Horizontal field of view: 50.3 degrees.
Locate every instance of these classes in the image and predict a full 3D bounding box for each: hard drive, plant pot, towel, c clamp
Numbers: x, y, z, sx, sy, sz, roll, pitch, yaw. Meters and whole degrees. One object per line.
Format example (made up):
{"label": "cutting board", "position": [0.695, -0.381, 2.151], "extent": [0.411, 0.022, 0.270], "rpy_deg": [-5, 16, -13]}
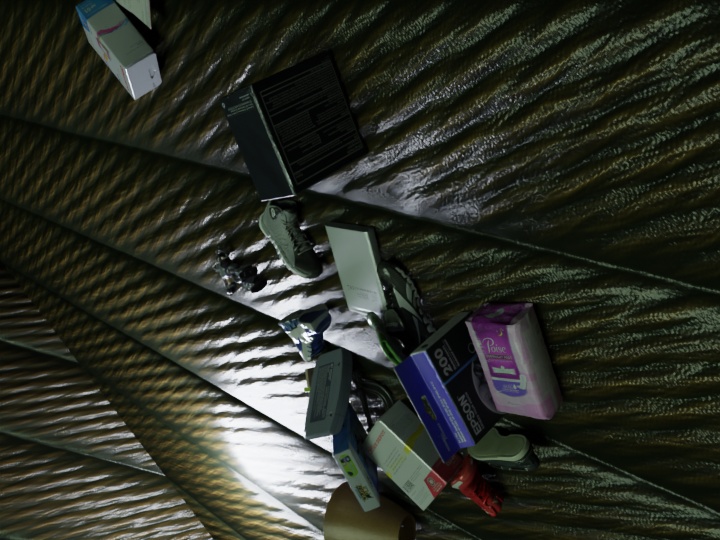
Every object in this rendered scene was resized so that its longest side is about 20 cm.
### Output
{"label": "hard drive", "position": [0.000, 0.000, 1.596], "extent": [0.131, 0.027, 0.203], "rpy_deg": [12, 126, 46]}
{"label": "plant pot", "position": [0.036, 0.648, 1.950], "extent": [0.197, 0.186, 0.189], "rpy_deg": [-1, 117, 34]}
{"label": "towel", "position": [0.067, 0.165, 1.521], "extent": [0.150, 0.031, 0.200], "rpy_deg": [50, -176, -13]}
{"label": "c clamp", "position": [0.029, 0.324, 1.820], "extent": [0.169, 0.027, 0.203], "rpy_deg": [-1, 114, 45]}

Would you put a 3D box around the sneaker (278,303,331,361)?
{"label": "sneaker", "position": [-0.111, 0.151, 1.815], "extent": [0.116, 0.080, 0.198], "rpy_deg": [60, 152, -11]}

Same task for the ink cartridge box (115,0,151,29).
{"label": "ink cartridge box", "position": [-0.494, -0.659, 1.668], "extent": [0.176, 0.044, 0.202], "rpy_deg": [40, 142, 25]}

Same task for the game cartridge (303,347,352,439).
{"label": "game cartridge", "position": [-0.073, 0.287, 1.785], "extent": [0.040, 0.204, 0.132], "rpy_deg": [22, 153, -26]}

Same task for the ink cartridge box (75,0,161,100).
{"label": "ink cartridge box", "position": [-0.561, -0.524, 1.790], "extent": [0.201, 0.084, 0.145], "rpy_deg": [49, 164, 9]}

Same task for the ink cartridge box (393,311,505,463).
{"label": "ink cartridge box", "position": [0.177, 0.208, 1.391], "extent": [0.043, 0.199, 0.201], "rpy_deg": [-20, 102, 54]}

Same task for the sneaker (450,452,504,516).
{"label": "sneaker", "position": [0.250, 0.442, 1.575], "extent": [0.114, 0.079, 0.200], "rpy_deg": [32, 170, 15]}

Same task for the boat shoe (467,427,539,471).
{"label": "boat shoe", "position": [0.280, 0.354, 1.491], "extent": [0.066, 0.075, 0.199], "rpy_deg": [42, 155, -12]}

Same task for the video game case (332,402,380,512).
{"label": "video game case", "position": [-0.011, 0.426, 1.800], "extent": [0.201, 0.045, 0.183], "rpy_deg": [-95, -18, -63]}

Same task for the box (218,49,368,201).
{"label": "box", "position": [-0.119, -0.259, 1.388], "extent": [0.122, 0.199, 0.201], "rpy_deg": [-4, 114, 50]}

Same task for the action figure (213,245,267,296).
{"label": "action figure", "position": [-0.325, 0.004, 1.962], "extent": [0.198, 0.069, 0.132], "rpy_deg": [14, 132, 48]}

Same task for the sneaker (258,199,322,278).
{"label": "sneaker", "position": [-0.147, -0.081, 1.673], "extent": [0.200, 0.075, 0.116], "rpy_deg": [46, 142, 17]}

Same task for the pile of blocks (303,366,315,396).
{"label": "pile of blocks", "position": [-0.094, 0.329, 1.918], "extent": [0.062, 0.082, 0.203], "rpy_deg": [-15, 105, 53]}

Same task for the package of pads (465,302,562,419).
{"label": "package of pads", "position": [0.272, 0.159, 1.347], "extent": [0.119, 0.075, 0.203], "rpy_deg": [-2, 115, 48]}

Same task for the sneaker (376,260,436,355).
{"label": "sneaker", "position": [0.077, 0.079, 1.507], "extent": [0.066, 0.090, 0.203], "rpy_deg": [-19, 101, 53]}

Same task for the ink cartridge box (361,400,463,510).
{"label": "ink cartridge box", "position": [0.113, 0.411, 1.711], "extent": [0.199, 0.083, 0.146], "rpy_deg": [41, 139, 14]}
